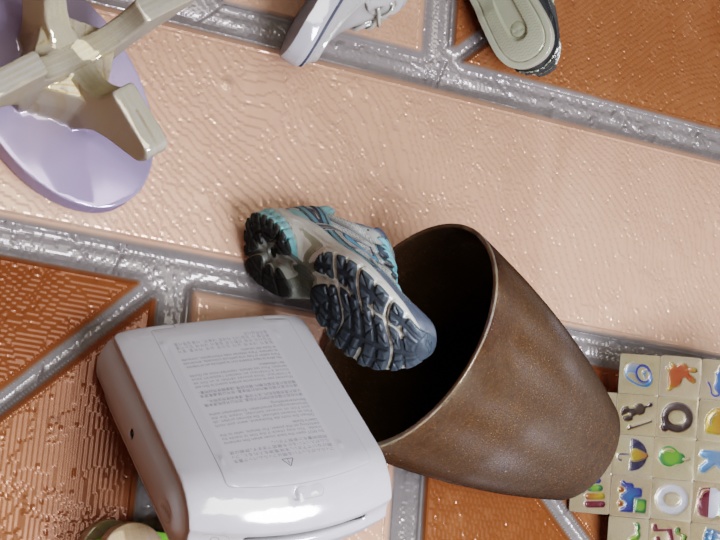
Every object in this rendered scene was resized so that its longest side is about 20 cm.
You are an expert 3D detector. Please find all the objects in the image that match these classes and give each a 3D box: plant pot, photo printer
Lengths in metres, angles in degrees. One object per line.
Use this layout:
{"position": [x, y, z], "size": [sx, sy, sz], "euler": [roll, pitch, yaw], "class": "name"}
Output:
{"position": [0.100, 0.094, 1.352], "size": [0.200, 0.187, 0.187], "euler": [34, 65, -32], "class": "plant pot"}
{"position": [-0.080, 0.119, 1.242], "size": [0.166, 0.070, 0.200], "euler": [-6, 39, -26], "class": "photo printer"}

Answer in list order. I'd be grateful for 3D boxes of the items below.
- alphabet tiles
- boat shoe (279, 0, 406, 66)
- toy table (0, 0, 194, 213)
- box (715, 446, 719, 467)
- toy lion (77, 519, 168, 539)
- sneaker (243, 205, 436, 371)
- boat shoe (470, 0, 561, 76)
{"position": [0.272, 0.154, 1.433], "size": [0.199, 0.006, 0.167], "euler": [3, 85, 10], "class": "alphabet tiles"}
{"position": [0.006, -0.230, 1.429], "size": [0.066, 0.072, 0.200], "euler": [38, 56, -9], "class": "boat shoe"}
{"position": [-0.208, -0.148, 1.274], "size": [0.200, 0.117, 0.184], "euler": [49, 62, -8], "class": "toy table"}
{"position": [0.321, 0.244, 1.465], "size": [0.049, 0.082, 0.201], "euler": [-8, 82, -27], "class": "box"}
{"position": [-0.112, 0.259, 1.263], "size": [0.199, 0.069, 0.192], "euler": [-15, 92, -29], "class": "toy lion"}
{"position": [0.000, 0.000, 1.312], "size": [0.086, 0.200, 0.078], "euler": [-19, 130, -33], "class": "sneaker"}
{"position": [0.120, -0.259, 1.503], "size": [0.068, 0.072, 0.201], "euler": [5, 65, -63], "class": "boat shoe"}
